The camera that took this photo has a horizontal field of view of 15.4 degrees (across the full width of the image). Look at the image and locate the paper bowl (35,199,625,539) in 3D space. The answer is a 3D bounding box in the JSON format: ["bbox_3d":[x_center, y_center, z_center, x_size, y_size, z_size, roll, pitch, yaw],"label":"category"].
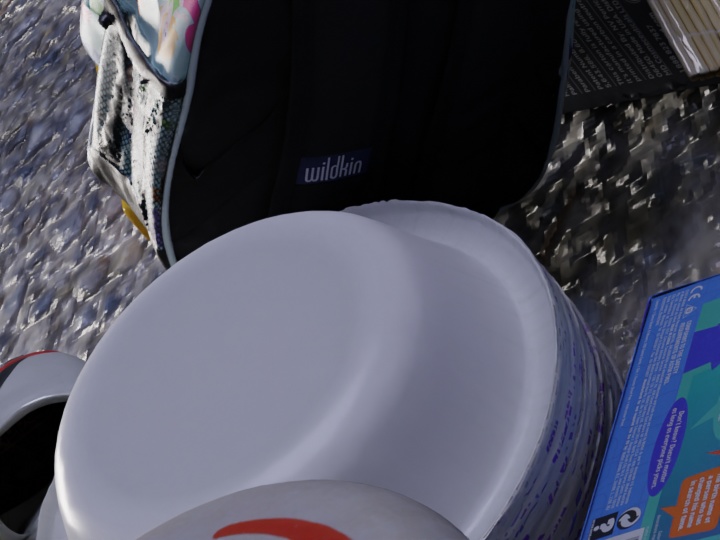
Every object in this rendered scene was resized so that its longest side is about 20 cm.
[{"bbox_3d":[-0.018,0.061,0.867,0.200,0.104,0.201,-24,40,21],"label":"paper bowl"}]

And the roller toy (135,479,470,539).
[{"bbox_3d":[-0.020,0.153,0.699,0.182,0.140,0.200,-44,33,-5],"label":"roller toy"}]

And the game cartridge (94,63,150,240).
[{"bbox_3d":[-0.050,-0.112,1.316,0.176,0.032,0.200,-35,28,9],"label":"game cartridge"}]

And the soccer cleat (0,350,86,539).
[{"bbox_3d":[-0.178,0.109,1.089,0.200,0.069,0.085,-42,21,-15],"label":"soccer cleat"}]

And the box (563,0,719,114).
[{"bbox_3d":[0.080,-0.148,1.110,0.200,0.104,0.148,-9,40,46],"label":"box"}]

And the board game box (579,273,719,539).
[{"bbox_3d":[0.161,0.043,0.764,0.200,0.045,0.152,-21,31,35],"label":"board game box"}]

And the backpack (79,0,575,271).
[{"bbox_3d":[-0.009,-0.107,0.953,0.177,0.200,0.151,-16,55,-24],"label":"backpack"}]

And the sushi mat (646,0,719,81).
[{"bbox_3d":[0.121,-0.160,0.991,0.096,0.200,0.012,-16,-25,-20],"label":"sushi mat"}]
